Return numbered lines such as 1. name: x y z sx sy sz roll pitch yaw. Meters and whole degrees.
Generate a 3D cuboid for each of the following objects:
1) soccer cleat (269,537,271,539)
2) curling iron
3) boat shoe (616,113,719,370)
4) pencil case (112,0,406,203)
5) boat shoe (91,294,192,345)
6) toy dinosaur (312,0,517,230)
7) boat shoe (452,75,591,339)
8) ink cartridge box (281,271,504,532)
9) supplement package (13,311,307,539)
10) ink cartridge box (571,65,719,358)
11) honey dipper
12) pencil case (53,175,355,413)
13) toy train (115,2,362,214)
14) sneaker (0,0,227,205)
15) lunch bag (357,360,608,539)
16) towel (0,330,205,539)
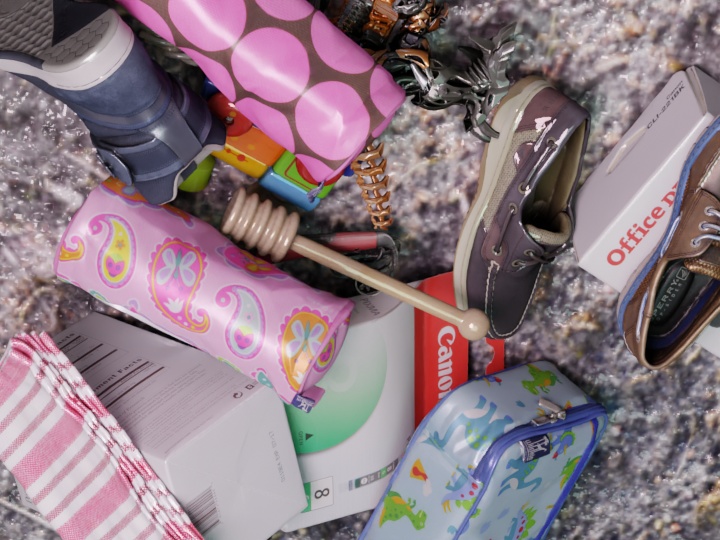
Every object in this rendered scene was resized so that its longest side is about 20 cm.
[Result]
1. soccer cleat: -0.082 0.289 1.646 0.086 0.070 0.201 -18 118 9
2. curling iron: -0.066 -0.004 1.447 0.199 0.026 0.050 -2 118 -14
3. boat shoe: 0.236 -0.018 1.381 0.072 0.073 0.201 18 116 -10
4. pencil case: -0.071 -0.141 1.312 0.200 0.094 0.091 43 75 -11
5. boat shoe: -0.096 0.022 1.497 0.199 0.074 0.068 26 97 -21
6. toy dinosaur: 0.029 -0.135 1.391 0.135 0.102 0.201 7 113 -4
7. boat shoe: 0.116 -0.034 1.459 0.072 0.065 0.201 -15 126 -43
8. ink cartridge box: 0.024 0.090 1.508 0.199 0.050 0.162 -12 122 -18
9. supplement package: -0.152 0.122 1.470 0.199 0.109 0.114 16 130 42
10. ink cartridge box: 0.265 -0.025 1.467 0.199 0.084 0.144 32 114 -16
11. honey dipper: 0.000 0.000 1.425 0.199 0.038 0.038 24 116 -10
12. pencil case: -0.102 0.015 1.380 0.199 0.087 0.088 29 117 4
13. toy train: -0.105 -0.102 1.428 0.199 0.085 0.116 28 129 -15
14. sneaker: -0.170 -0.117 1.362 0.077 0.202 0.146 -48 126 -6
15. lunch bag: 0.090 0.165 1.537 0.082 0.160 0.201 41 119 27
16. towel: -0.189 0.146 1.412 0.200 0.030 0.146 52 145 6
